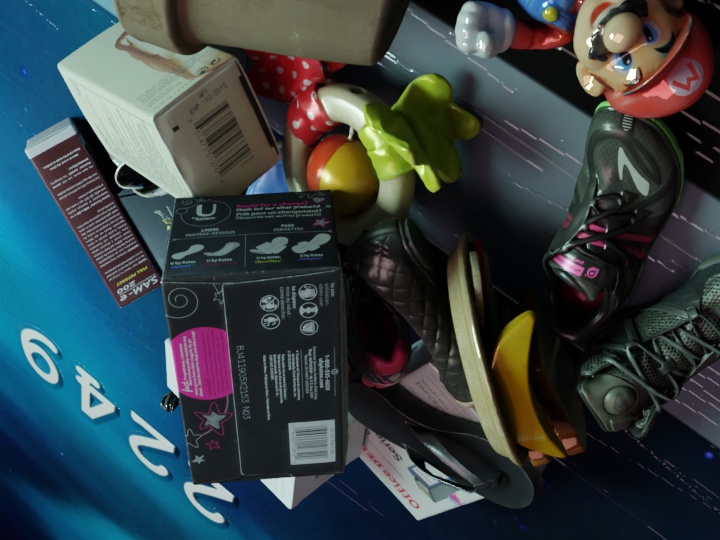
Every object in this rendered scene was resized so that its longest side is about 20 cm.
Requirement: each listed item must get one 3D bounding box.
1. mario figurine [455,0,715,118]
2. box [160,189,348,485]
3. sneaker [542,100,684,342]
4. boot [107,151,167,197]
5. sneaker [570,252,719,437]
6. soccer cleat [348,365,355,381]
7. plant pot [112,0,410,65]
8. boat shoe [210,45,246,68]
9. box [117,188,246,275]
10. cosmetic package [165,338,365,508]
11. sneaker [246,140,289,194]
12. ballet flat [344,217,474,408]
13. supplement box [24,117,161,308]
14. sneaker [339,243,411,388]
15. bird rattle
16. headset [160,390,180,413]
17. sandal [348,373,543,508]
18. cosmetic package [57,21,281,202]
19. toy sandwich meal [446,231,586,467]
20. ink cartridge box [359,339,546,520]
[{"bbox_3d":[0.130,-0.172,0.532,0.200,0.106,0.124,44,151,7],"label":"mario figurine"},{"bbox_3d":[-0.077,0.052,0.698,0.129,0.116,0.203,-4,125,-5],"label":"box"},{"bbox_3d":[0.176,-0.025,0.635,0.076,0.084,0.203,22,135,25],"label":"sneaker"},{"bbox_3d":[-0.219,-0.119,0.900,0.197,0.096,0.075,-4,121,43],"label":"boot"},{"bbox_3d":[0.228,0.059,0.640,0.076,0.114,0.199,47,139,-7],"label":"sneaker"},{"bbox_3d":[-0.025,0.097,0.938,0.072,0.068,0.203,18,132,23],"label":"soccer cleat"},{"bbox_3d":[-0.048,-0.223,0.598,0.172,0.202,0.202,23,138,4],"label":"plant pot"},{"bbox_3d":[-0.142,-0.245,0.743,0.063,0.071,0.202,25,139,22],"label":"boat shoe"},{"bbox_3d":[-0.163,-0.014,0.975,0.156,0.051,0.203,0,123,42],"label":"box"},{"bbox_3d":[-0.097,0.127,0.886,0.199,0.101,0.072,38,138,29],"label":"cosmetic package"},{"bbox_3d":[-0.093,-0.015,0.832,0.075,0.112,0.202,22,122,-2],"label":"sneaker"},{"bbox_3d":[0.052,0.038,0.710,0.056,0.067,0.202,-19,125,17],"label":"ballet flat"},{"bbox_3d":[-0.303,-0.067,1.014,0.203,0.060,0.109,63,169,-20],"label":"supplement box"},{"bbox_3d":[0.000,0.000,0.777,0.075,0.079,0.203,103,144,-79],"label":"sneaker"},{"bbox_3d":[-0.016,-0.099,0.704,0.197,0.112,0.166,25,123,19],"label":"bird rattle"},{"bbox_3d":[-0.137,0.148,1.057,0.196,0.094,0.125,7,128,23],"label":"headset"},{"bbox_3d":[0.066,0.160,0.789,0.197,0.043,0.077,23,136,24],"label":"sandal"},{"bbox_3d":[-0.165,-0.136,0.753,0.199,0.087,0.104,31,154,44],"label":"cosmetic package"},{"bbox_3d":[0.126,0.062,0.707,0.069,0.206,0.208,-15,117,14],"label":"toy sandwich meal"},{"bbox_3d":[0.081,0.147,0.867,0.146,0.088,0.200,48,143,-4],"label":"ink cartridge box"}]
